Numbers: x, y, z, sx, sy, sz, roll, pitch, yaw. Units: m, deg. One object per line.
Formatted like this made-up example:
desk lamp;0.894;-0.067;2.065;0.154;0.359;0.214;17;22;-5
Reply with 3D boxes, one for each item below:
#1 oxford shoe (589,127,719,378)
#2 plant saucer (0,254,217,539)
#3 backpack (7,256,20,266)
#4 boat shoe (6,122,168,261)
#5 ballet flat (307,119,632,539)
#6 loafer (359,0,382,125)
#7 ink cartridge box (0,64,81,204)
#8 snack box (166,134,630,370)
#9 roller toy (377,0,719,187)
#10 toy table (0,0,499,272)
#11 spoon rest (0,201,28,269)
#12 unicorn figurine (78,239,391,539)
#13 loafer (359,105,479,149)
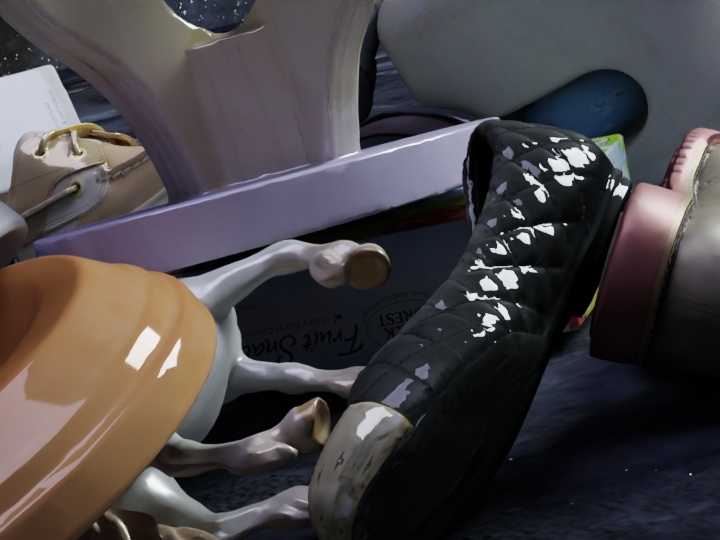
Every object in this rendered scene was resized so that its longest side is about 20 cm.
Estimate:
oxford shoe;0.126;0.001;0.772;0.074;0.071;0.200;16;17;12
plant saucer;-0.131;0.056;0.641;0.199;0.038;0.200;-29;18;10
backpack;-0.221;-0.003;0.858;0.147;0.184;0.200;-34;14;-23
boat shoe;-0.128;-0.029;1.017;0.199;0.069;0.074;-34;0;11
ballet flat;0.026;0.019;0.674;0.056;0.067;0.200;20;35;13
loafer;-0.030;-0.073;1.150;0.063;0.072;0.200;-64;8;-26
ink cartridge box;-0.226;-0.013;1.095;0.199;0.068;0.116;-17;-31;-19
snack box;0.000;0.000;0.921;0.199;0.053;0.142;-10;9;18
roller toy;0.112;-0.108;1.059;0.182;0.140;0.200;-35;10;-6
toy table;-0.041;-0.069;0.821;0.183;0.118;0.200;-12;5;32
spoon rest;-0.140;-0.009;0.684;0.099;0.061;0.200;-28;-16;-18
unicorn figurine;-0.054;0.038;0.719;0.136;0.074;0.200;-8;11;21
loafer;-0.009;-0.023;1.062;0.063;0.072;0.199;-44;19;-32
